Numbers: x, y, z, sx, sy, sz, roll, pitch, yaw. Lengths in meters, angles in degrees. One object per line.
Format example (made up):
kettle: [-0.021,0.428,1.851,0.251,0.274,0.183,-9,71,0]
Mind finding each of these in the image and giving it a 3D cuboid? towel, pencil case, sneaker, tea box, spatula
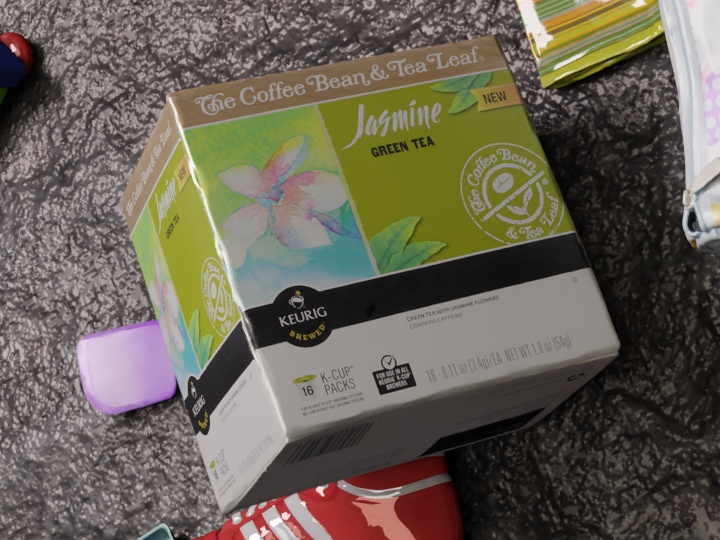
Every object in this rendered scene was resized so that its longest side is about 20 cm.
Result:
towel: [0.117,-0.212,1.120,0.086,0.018,0.201,-24,73,22]
pencil case: [0.206,-0.108,1.022,0.090,0.083,0.201,-4,80,-6]
sneaker: [-0.035,0.135,1.127,0.199,0.071,0.113,-8,84,19]
tea box: [0.000,0.000,1.028,0.197,0.199,0.134,69,155,17]
spatula: [-0.092,0.043,1.195,0.199,0.021,0.057,-19,74,24]

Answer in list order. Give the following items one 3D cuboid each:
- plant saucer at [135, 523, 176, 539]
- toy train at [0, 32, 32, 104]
plant saucer: [-0.184,0.240,1.222,0.200,0.019,0.070,-33,70,21]
toy train: [-0.327,-0.156,1.315,0.200,0.085,0.116,42,116,25]
